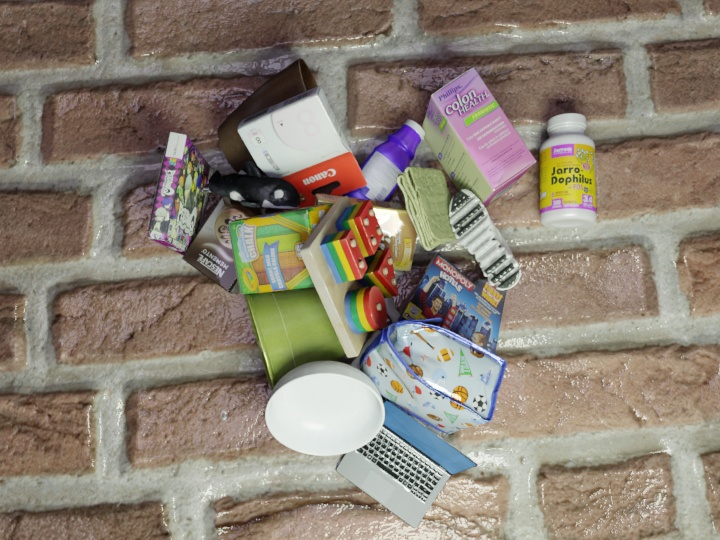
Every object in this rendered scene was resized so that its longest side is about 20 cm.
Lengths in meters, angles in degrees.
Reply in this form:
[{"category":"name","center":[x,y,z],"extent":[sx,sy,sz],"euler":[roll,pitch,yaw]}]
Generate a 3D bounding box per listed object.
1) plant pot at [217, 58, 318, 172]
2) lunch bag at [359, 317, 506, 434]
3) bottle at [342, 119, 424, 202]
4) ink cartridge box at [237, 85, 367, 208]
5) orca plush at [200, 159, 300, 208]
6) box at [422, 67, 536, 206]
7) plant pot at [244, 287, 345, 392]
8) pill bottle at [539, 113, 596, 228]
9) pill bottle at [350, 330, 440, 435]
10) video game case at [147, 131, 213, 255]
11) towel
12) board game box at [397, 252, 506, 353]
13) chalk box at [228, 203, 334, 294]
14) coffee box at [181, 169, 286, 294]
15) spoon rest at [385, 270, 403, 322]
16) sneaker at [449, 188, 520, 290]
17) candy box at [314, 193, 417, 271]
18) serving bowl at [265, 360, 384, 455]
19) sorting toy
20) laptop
[{"category":"plant pot","center":[-0.163,-0.267,1.074],"extent":[0.196,0.187,0.191],"euler":[-21,83,10]},{"category":"lunch bag","center":[0.105,0.160,0.907],"extent":[0.197,0.171,0.126],"euler":[26,62,-3]},{"category":"bottle","center":[0.050,-0.203,1.108],"extent":[0.083,0.065,0.202],"euler":[37,85,-7]},{"category":"ink cartridge box","center":[-0.097,-0.198,0.992],"extent":[0.159,0.058,0.203],"euler":[-16,121,19]},{"category":"orca plush","center":[-0.193,-0.163,1.001],"extent":[0.197,0.104,0.073],"euler":[20,115,35]},{"category":"box","center":[0.211,-0.233,1.056],"extent":[0.096,0.176,0.202],"euler":[-33,83,-4]},{"category":"plant pot","center":[-0.095,0.106,1.025],"extent":[0.186,0.200,0.205],"euler":[-16,83,-13]},{"category":"pill bottle","center":[0.396,-0.190,1.086],"extent":[0.101,0.104,0.206],"euler":[1,83,0]},{"category":"pill bottle","center":[0.075,0.213,1.035],"extent":[0.199,0.112,0.113],"euler":[38,85,4]},{"category":"video game case","center":[-0.324,-0.129,1.035],"extent":[0.035,0.200,0.186],"euler":[9,83,0]},{"category":"towel","center":[0.129,-0.117,1.037],"extent":[0.036,0.199,0.152],"euler":[-18,91,28]},{"category":"board game box","center":[0.181,0.074,1.032],"extent":[0.199,0.062,0.201],"euler":[39,59,-7]},{"category":"chalk box","center":[-0.144,-0.036,0.977],"extent":[0.195,0.124,0.128],"euler":[-8,99,21]},{"category":"coffee box","center":[-0.234,-0.070,1.087],"extent":[0.112,0.080,0.202],"euler":[32,84,3]},{"category":"spoon rest","center":[0.097,0.101,1.070],"extent":[0.060,0.098,0.203],"euler":[-35,71,28]},{"category":"sneaker","center":[0.230,-0.056,1.047],"extent":[0.074,0.081,0.203],"euler":[-33,77,24]},{"category":"candy box","center":[0.006,-0.070,1.059],"extent":[0.195,0.055,0.118],"euler":[6,110,-10]},{"category":"serving bowl","center":[-0.058,0.219,0.943],"extent":[0.194,0.067,0.204],"euler":[-1,127,-1]},{"category":"sorting toy","center":[0.000,0.000,0.941],"extent":[0.068,0.201,0.202],"euler":[-12,115,24]},{"category":"laptop","center":[0.073,0.348,1.001],"extent":[0.185,0.116,0.202],"euler":[34,96,5]}]
